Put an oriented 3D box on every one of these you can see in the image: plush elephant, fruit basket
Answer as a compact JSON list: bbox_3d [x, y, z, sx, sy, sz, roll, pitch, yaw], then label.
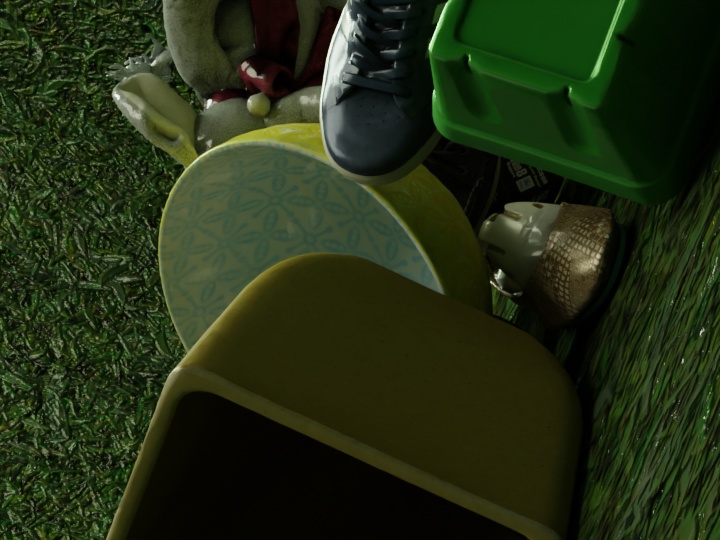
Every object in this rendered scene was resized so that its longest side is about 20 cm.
[{"bbox_3d":[-0.055,-0.100,1.680,0.200,0.165,0.155,-35,50,23],"label":"plush elephant"},{"bbox_3d":[0.119,-0.141,1.438,0.216,0.155,0.216,-49,-30,-42],"label":"fruit basket"}]

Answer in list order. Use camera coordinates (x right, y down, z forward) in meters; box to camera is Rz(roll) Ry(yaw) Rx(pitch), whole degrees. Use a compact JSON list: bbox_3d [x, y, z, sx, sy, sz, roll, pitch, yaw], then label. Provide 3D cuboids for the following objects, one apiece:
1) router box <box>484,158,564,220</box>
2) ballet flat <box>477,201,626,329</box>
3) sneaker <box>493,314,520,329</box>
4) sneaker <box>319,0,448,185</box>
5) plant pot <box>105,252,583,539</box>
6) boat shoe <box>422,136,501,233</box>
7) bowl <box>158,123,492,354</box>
[{"bbox_3d":[0.043,-0.037,1.849,0.150,0.062,0.200,-26,-6,-3],"label":"router box"},{"bbox_3d":[0.095,-0.007,1.589,0.200,0.065,0.071,142,152,-83],"label":"ballet flat"},{"bbox_3d":[0.053,0.077,1.767,0.200,0.088,0.074,-29,60,48],"label":"sneaker"},{"bbox_3d":[0.020,-0.145,1.487,0.085,0.075,0.200,44,-120,-70],"label":"sneaker"},{"bbox_3d":[0.000,0.102,1.447,0.200,0.194,0.196,-63,-3,-54],"label":"plant pot"},{"bbox_3d":[0.048,-0.090,1.692,0.065,0.073,0.200,-34,-41,-68],"label":"boat shoe"},{"bbox_3d":[0.000,0.000,1.605,0.108,0.200,0.200,-37,-22,-46],"label":"bowl"}]
